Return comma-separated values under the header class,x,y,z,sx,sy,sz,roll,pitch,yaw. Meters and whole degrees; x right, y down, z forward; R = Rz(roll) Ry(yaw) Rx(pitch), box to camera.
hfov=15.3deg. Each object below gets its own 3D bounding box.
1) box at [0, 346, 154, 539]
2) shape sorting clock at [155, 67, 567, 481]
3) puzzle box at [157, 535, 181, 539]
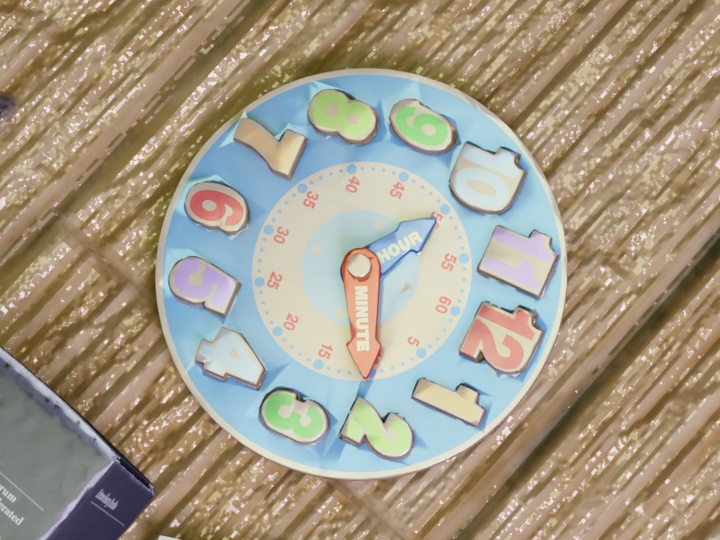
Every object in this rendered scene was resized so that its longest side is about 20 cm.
class,x,y,z,sx,sy,sz,roll,pitch,yaw
box,-0.199,0.134,1.209,0.104,0.148,0.200,39,82,9
shape sorting clock,0.000,0.000,1.280,0.199,0.039,0.201,0,80,2
puzzle box,-0.015,0.210,1.250,0.199,0.025,0.134,14,81,5
